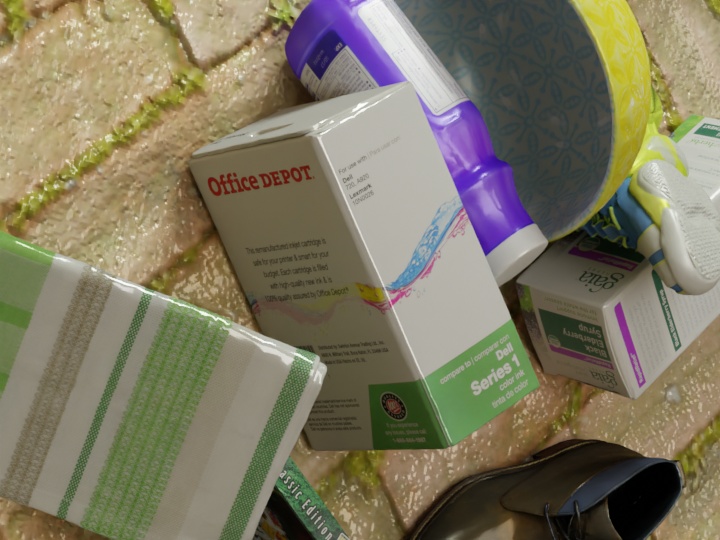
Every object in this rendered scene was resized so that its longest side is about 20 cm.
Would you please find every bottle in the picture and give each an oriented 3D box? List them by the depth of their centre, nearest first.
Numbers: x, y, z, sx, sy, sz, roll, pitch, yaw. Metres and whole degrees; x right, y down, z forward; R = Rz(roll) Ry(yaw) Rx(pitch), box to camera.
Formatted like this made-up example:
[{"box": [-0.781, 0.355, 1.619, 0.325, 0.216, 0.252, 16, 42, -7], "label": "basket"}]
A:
[{"box": [0.036, -0.081, 1.515, 0.065, 0.084, 0.200, -32, 77, -27], "label": "bottle"}]

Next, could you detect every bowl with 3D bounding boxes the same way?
[{"box": [0.109, -0.128, 1.547, 0.107, 0.199, 0.202, -29, 103, -40], "label": "bowl"}]

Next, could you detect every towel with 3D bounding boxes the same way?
[{"box": [-0.135, 0.073, 1.380, 0.199, 0.031, 0.150, 23, 109, -6], "label": "towel"}]

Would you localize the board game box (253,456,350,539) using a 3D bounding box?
[{"box": [-0.080, 0.105, 1.450, 0.023, 0.104, 0.201, -44, 111, -27], "label": "board game box"}]

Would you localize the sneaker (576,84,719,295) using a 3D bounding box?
[{"box": [0.161, -0.041, 1.596, 0.076, 0.105, 0.201, 37, 27, -37], "label": "sneaker"}]

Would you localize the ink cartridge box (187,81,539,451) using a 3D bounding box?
[{"box": [0.000, 0.000, 1.487, 0.084, 0.144, 0.201, -31, 103, -32], "label": "ink cartridge box"}]

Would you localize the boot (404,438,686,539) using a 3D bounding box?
[{"box": [0.113, 0.159, 1.582, 0.199, 0.097, 0.075, -30, 103, -33], "label": "boot"}]

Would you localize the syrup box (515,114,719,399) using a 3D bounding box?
[{"box": [0.199, -0.011, 1.655, 0.200, 0.078, 0.082, -41, 127, -30], "label": "syrup box"}]
